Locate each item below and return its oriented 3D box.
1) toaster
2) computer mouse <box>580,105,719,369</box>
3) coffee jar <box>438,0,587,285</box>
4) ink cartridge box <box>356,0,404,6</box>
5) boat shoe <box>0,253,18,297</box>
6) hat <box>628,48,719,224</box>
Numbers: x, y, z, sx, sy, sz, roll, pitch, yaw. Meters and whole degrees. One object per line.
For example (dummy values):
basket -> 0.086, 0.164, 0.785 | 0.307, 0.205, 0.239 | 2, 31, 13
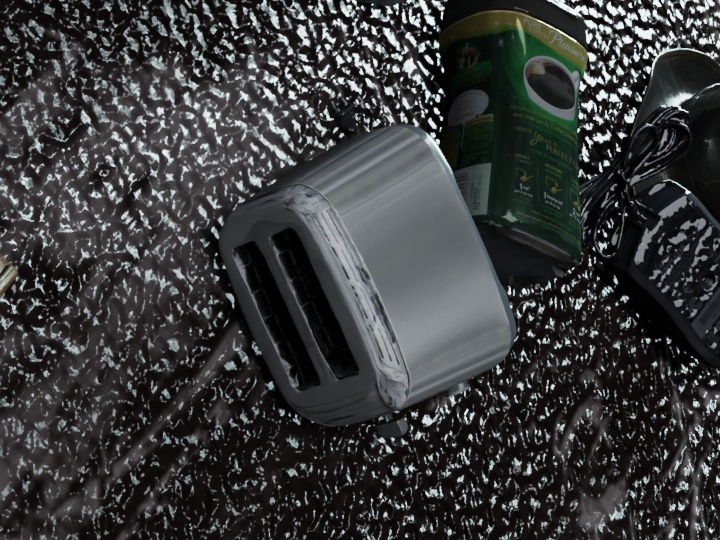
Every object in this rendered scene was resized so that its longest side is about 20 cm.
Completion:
toaster -> 0.000, 0.000, 1.508 | 0.129, 0.113, 0.200 | -30, 100, -46
computer mouse -> 0.233, -0.011, 1.797 | 0.139, 0.053, 0.200 | -46, 107, -18
coffee jar -> 0.101, -0.098, 1.671 | 0.104, 0.085, 0.200 | 24, 60, -37
ink cartridge box -> -0.050, -0.282, 1.608 | 0.198, 0.043, 0.201 | 4, 74, -47
boat shoe -> -0.220, 0.041, 1.251 | 0.074, 0.076, 0.200 | 34, 38, -15
hat -> 0.292, -0.083, 1.872 | 0.200, 0.081, 0.201 | 19, 63, -43
